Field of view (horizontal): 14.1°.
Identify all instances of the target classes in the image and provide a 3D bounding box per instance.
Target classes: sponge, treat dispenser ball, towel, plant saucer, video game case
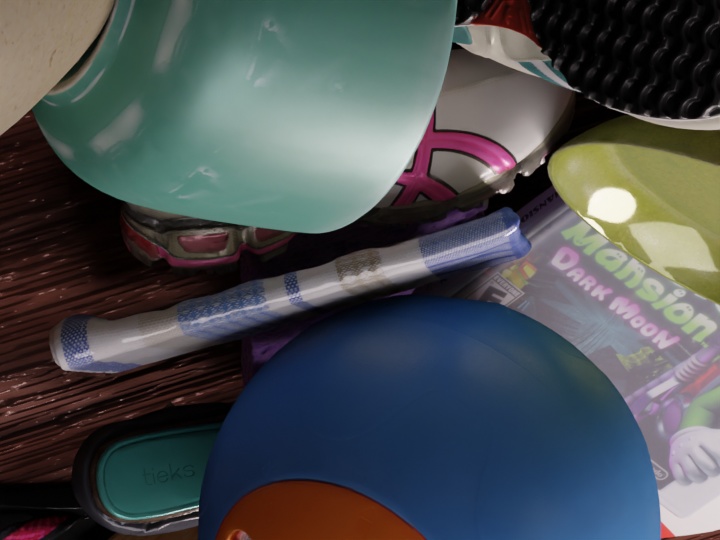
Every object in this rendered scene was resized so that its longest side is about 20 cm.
[{"bbox_3d":[0.000,0.000,1.330,0.111,0.030,0.200,-12,150,-8],"label":"sponge"},{"bbox_3d":[0.029,0.111,1.253,0.200,0.201,0.201,-13,150,-8],"label":"treat dispenser ball"},{"bbox_3d":[-0.027,0.007,1.220,0.199,0.024,0.147,-16,177,5],"label":"towel"},{"bbox_3d":[0.174,-0.017,1.198,0.199,0.031,0.200,23,168,5],"label":"plant saucer"},{"bbox_3d":[0.155,0.016,1.329,0.182,0.023,0.200,-37,125,23],"label":"video game case"}]

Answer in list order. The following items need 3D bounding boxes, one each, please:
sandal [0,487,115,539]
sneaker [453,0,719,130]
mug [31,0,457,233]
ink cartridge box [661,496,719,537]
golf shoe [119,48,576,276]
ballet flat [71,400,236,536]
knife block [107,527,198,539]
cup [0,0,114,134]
[{"bbox_3d":[-0.174,0.142,1.456,0.199,0.045,0.075,-5,149,-20],"label":"sandal"},{"bbox_3d":[0.095,-0.100,1.094,0.093,0.199,0.071,6,101,-46],"label":"sneaker"},{"bbox_3d":[-0.053,-0.111,1.025,0.114,0.186,0.152,8,166,-32],"label":"mug"},{"bbox_3d":[0.163,0.110,1.490,0.200,0.050,0.161,-48,155,-1],"label":"ink cartridge box"},{"bbox_3d":[-0.004,-0.064,1.179,0.199,0.073,0.092,-16,128,-15],"label":"golf shoe"},{"bbox_3d":[-0.043,0.086,1.370,0.199,0.073,0.073,-6,148,-20],"label":"ballet flat"},{"bbox_3d":[-0.096,0.153,1.469,0.175,0.201,0.064,5,166,34],"label":"knife block"},{"bbox_3d":[-0.161,-0.108,0.932,0.143,0.201,0.200,-13,153,-39],"label":"cup"}]
